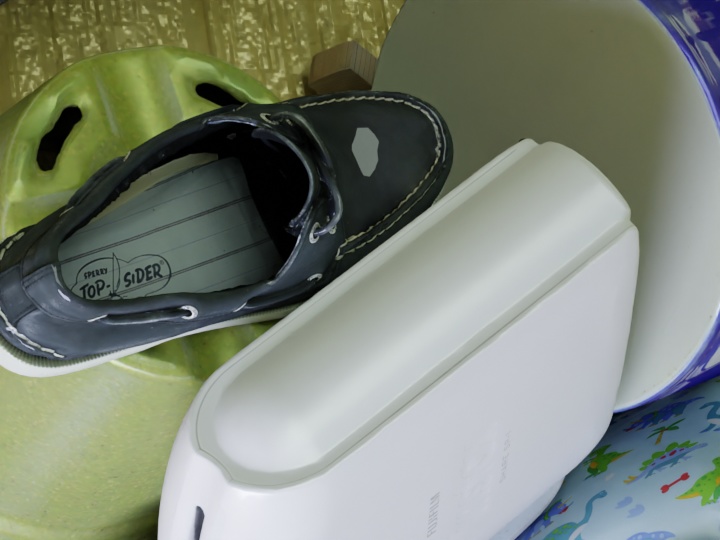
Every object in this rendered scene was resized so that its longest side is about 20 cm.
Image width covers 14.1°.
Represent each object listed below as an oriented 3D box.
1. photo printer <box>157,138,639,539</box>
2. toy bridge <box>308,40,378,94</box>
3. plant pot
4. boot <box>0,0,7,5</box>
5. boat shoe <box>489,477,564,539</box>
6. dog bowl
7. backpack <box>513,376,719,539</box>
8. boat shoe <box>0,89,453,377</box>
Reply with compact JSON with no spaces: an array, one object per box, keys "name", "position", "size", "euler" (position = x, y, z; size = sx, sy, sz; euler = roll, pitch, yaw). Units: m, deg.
[{"name":"photo printer","position":[0.010,0.062,1.065],"size":[0.200,0.167,0.069],"euler":[-37,64,-24]},{"name":"toy bridge","position":[0.000,0.000,1.242],"size":[0.067,0.027,0.200],"euler":[35,46,-38]},{"name":"plant pot","position":[-0.100,0.006,1.119],"size":[0.200,0.184,0.201],"euler":[9,67,-21]},{"name":"boot","position":[-0.089,-0.176,1.180],"size":[0.073,0.200,0.182],"euler":[46,61,-10]},{"name":"boat shoe","position":[0.001,0.126,1.189],"size":[0.200,0.065,0.074],"euler":[-36,96,-10]},{"name":"dog bowl","position":[0.099,-0.045,1.192],"size":[0.079,0.200,0.200],"euler":[-19,80,-43]},{"name":"backpack","position":[0.135,0.128,1.182],"size":[0.154,0.163,0.200],"euler":[62,27,5]},{"name":"boat shoe","position":[-0.041,-0.023,1.011],"size":[0.199,0.066,0.075],"euler":[-17,79,-28]}]
